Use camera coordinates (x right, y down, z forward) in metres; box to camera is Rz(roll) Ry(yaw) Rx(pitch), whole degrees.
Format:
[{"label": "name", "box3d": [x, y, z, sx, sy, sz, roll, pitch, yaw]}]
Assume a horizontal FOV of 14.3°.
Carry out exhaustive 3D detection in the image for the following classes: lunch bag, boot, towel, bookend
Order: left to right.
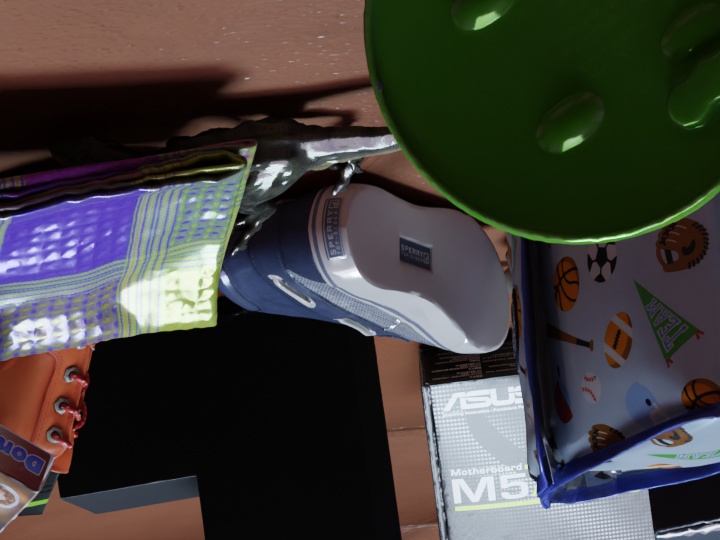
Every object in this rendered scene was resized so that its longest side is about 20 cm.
[{"label": "towel", "box3d": [-0.146, 0.004, 1.249, 0.199, 0.023, 0.144, -12, 151, -20]}, {"label": "boot", "box3d": [-0.146, 0.035, 1.362, 0.200, 0.107, 0.075, -35, 179, 10]}, {"label": "bookend", "box3d": [-0.083, 0.125, 1.665, 0.198, 0.201, 0.092, -11, 167, 9]}, {"label": "boot", "box3d": [0.000, 0.000, 1.495, 0.090, 0.073, 0.200, -7, 161, 28]}, {"label": "lunch bag", "box3d": [0.138, 0.016, 1.394, 0.124, 0.171, 0.200, 3, 164, -30]}]

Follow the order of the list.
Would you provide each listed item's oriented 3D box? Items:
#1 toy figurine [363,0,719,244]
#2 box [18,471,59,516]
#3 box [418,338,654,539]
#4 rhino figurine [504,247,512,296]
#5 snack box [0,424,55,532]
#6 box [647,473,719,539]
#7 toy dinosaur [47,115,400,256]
[{"label": "toy figurine", "box3d": [0.115, -0.103, 1.053, 0.200, 0.150, 0.184, -37, 173, 14]}, {"label": "box", "box3d": [-0.260, 0.065, 1.467, 0.199, 0.125, 0.149, -4, 167, -10]}, {"label": "box", "box3d": [0.145, 0.128, 1.901, 0.199, 0.048, 0.194, -6, 127, 1]}, {"label": "rhino figurine", "box3d": [0.122, 0.006, 1.587, 0.087, 0.060, 0.200, 6, 169, 3]}, {"label": "snack box", "box3d": [-0.209, 0.112, 1.339, 0.072, 0.024, 0.200, 32, 145, -11]}, {"label": "box", "box3d": [0.239, 0.131, 1.741, 0.124, 0.197, 0.200, -11, 136, 7]}, {"label": "toy dinosaur", "box3d": [-0.036, -0.049, 1.295, 0.199, 0.048, 0.088, -12, 160, 1]}]
